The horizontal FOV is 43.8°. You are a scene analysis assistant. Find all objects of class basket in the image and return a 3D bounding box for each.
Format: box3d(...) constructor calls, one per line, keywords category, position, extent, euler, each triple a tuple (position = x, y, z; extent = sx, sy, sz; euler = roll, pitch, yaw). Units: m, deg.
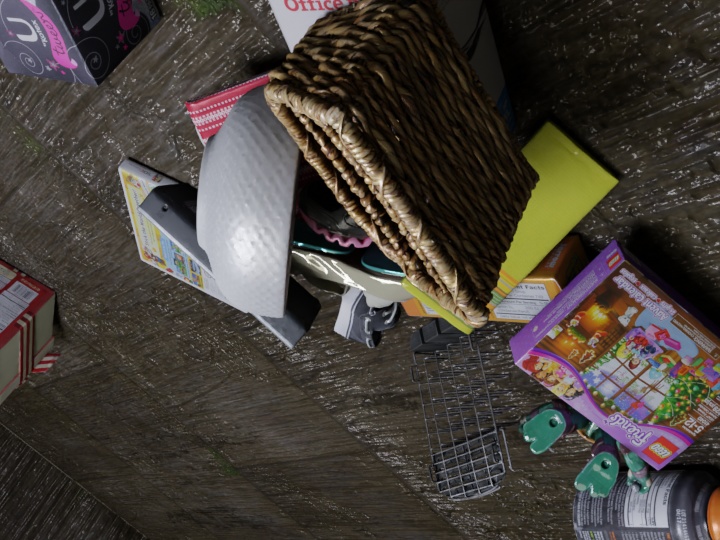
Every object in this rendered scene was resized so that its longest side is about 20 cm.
box3d(category="basket", position=(0.014, -0.071, 0.644), extent=(0.141, 0.151, 0.201), euler=(-7, 134, 41))

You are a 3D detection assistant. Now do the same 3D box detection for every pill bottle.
box3d(category="pill bottle", position=(0.350, 0.284, 1.024), extent=(0.106, 0.107, 0.198), euler=(45, 146, -21))

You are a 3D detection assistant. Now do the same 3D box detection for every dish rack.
box3d(category="dish rack", position=(0.114, 0.139, 0.963), extent=(0.053, 0.204, 0.153), euler=(-1, 161, -26))

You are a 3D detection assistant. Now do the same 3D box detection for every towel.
box3d(category="towel", position=(-0.067, -0.108, 0.885), extent=(0.142, 0.023, 0.202), euler=(-17, 130, 12))
box3d(category="towel", position=(0.127, -0.033, 0.789), extent=(0.085, 0.018, 0.200), euler=(35, 116, -13))

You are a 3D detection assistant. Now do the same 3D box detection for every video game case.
box3d(category="video game case", position=(-0.223, -0.041, 1.174), extent=(0.179, 0.023, 0.202), euler=(25, 148, 12))

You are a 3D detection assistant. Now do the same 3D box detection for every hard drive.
box3d(category="hard drive", position=(-0.126, -0.009, 0.913), extent=(0.199, 0.033, 0.140), euler=(42, -173, -2))

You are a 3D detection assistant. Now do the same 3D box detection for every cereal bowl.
box3d(category="cereal bowl", position=(-0.095, -0.063, 0.776), extent=(0.081, 0.204, 0.202), euler=(5, 147, -3))

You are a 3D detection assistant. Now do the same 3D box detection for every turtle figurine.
box3d(category="turtle figurine", position=(0.239, 0.169, 0.939), extent=(0.147, 0.103, 0.199), euler=(19, -172, 23))

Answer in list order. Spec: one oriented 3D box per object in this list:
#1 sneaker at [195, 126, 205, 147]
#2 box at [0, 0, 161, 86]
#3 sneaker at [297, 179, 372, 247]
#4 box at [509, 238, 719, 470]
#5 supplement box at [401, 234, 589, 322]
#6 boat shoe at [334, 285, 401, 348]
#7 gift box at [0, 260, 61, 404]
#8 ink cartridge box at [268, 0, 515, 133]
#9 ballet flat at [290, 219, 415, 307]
box3d(category="sneaker", position=(-0.096, -0.093, 0.942), extent=(0.084, 0.073, 0.202), euler=(4, 136, 41))
box3d(category="box", position=(-0.293, -0.287, 0.816), extent=(0.130, 0.116, 0.202), euler=(13, 144, 28))
box3d(category="sneaker", position=(0.038, -0.070, 0.844), extent=(0.195, 0.080, 0.097), euler=(8, 134, 4))
box3d(category="box", position=(0.253, 0.082, 0.816), extent=(0.198, 0.039, 0.137), euler=(35, 114, -19))
box3d(category="supplement box", position=(0.126, 0.006, 0.888), extent=(0.197, 0.067, 0.069), euler=(3, 135, 38))
box3d(category="boat shoe", position=(0.017, 0.035, 1.017), extent=(0.067, 0.072, 0.201), euler=(30, 151, 7))
box3d(category="gift box", position=(-0.643, 0.105, 1.597), extent=(0.183, 0.200, 0.188), euler=(32, 133, 7))
box3d(category="ink cartridge box", position=(0.029, -0.171, 0.716), extent=(0.142, 0.085, 0.202), euler=(8, 141, 32))
box3d(category="ballet flat", position=(0.000, 0.000, 0.892), extent=(0.196, 0.070, 0.070), euler=(17, 145, 22))
